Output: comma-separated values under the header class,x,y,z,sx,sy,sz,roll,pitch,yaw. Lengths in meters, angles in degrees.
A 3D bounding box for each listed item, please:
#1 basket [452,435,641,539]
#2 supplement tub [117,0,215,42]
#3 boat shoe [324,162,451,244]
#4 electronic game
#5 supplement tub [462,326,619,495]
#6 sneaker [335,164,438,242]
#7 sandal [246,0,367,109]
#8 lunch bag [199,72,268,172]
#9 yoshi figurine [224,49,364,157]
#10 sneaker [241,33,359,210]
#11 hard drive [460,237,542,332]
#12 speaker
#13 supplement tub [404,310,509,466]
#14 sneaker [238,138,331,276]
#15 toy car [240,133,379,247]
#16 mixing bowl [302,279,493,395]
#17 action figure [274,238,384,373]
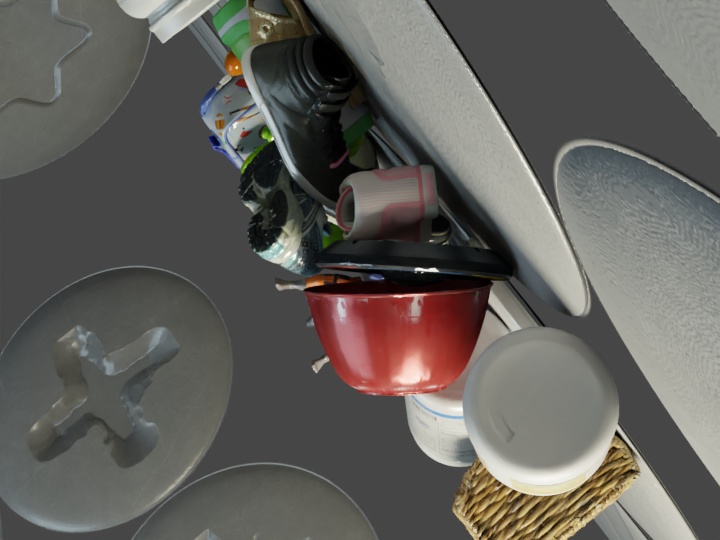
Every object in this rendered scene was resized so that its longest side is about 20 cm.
class,x,y,z,sx,sy,sz,roll,pitch,yaw
basket,0.205,0.244,1.748,0.143,0.200,0.149,50,178,12
supplement tub,-0.206,-0.338,1.476,0.201,0.144,0.144,52,178,-11
boat shoe,0.013,-0.079,1.716,0.198,0.068,0.072,23,-142,2
electronic game,0.053,-0.004,1.516,0.200,0.197,0.042,143,131,-88
supplement tub,0.173,0.140,1.465,0.145,0.144,0.200,51,178,14
sneaker,0.023,-0.066,1.590,0.200,0.103,0.076,101,160,-83
sandal,-0.081,-0.243,1.583,0.212,0.069,0.078,53,178,-12
lunch bag,-0.119,-0.198,1.932,0.076,0.160,0.200,50,178,25
yoshi figurine,-0.080,-0.205,1.766,0.200,0.112,0.113,48,170,20
sneaker,-0.035,-0.152,1.553,0.201,0.098,0.071,60,-140,-19
hard drive,0.172,0.054,1.676,0.201,0.026,0.132,52,178,3
speaker,-0.073,-0.217,1.664,0.201,0.088,0.088,52,178,-4
supplement tub,0.113,0.133,1.751,0.132,0.131,0.200,51,168,22
sneaker,-0.075,-0.066,1.616,0.086,0.077,0.201,37,-150,-30
toy car,-0.035,-0.113,1.938,0.164,0.158,0.200,47,-171,6
mixing bowl,0.040,0.068,1.573,0.200,0.198,0.110,-148,57,-84
action figure,0.000,0.000,1.790,0.202,0.192,0.105,68,-170,15
